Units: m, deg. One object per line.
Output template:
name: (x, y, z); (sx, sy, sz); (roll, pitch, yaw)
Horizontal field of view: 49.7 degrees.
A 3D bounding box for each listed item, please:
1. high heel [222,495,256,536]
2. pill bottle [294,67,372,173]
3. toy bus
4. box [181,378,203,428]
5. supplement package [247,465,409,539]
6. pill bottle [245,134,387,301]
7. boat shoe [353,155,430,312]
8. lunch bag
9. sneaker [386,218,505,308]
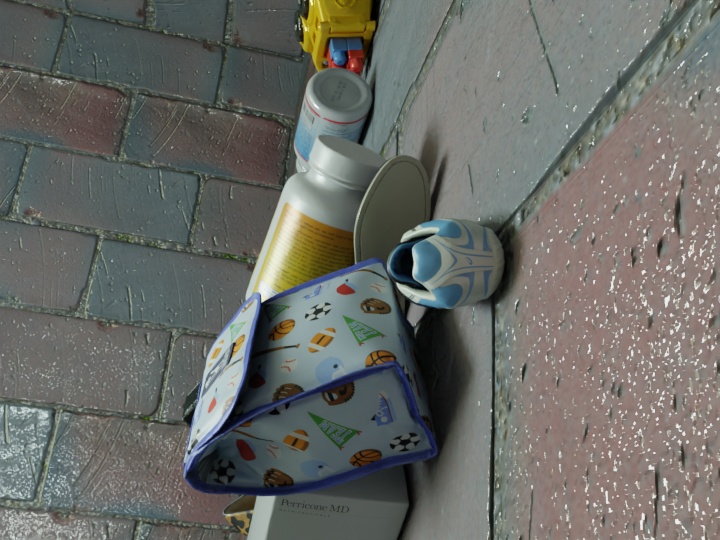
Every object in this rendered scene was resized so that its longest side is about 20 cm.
high heel: (-0.083, 0.240, 0.930); (0.071, 0.142, 0.201); (-107, 28, -69)
pill bottle: (-0.053, -0.235, 1.310); (0.200, 0.108, 0.109); (115, 162, -57)
toy bus: (-0.038, -0.418, 1.406); (0.200, 0.135, 0.193); (119, 142, -69)
box: (-0.112, 0.143, 0.991); (0.200, 0.124, 0.149); (-46, 9, -7)
supplement package: (-0.040, 0.243, 0.745); (0.120, 0.121, 0.200); (-97, 18, -59)
pill bottle: (-0.042, -0.037, 0.835); (0.111, 0.111, 0.200); (-103, 33, -66)
boat shoe: (0.023, -0.026, 0.791); (0.063, 0.072, 0.201); (-110, 26, -65)
lunch bag: (-0.052, 0.094, 0.665); (0.170, 0.199, 0.124); (-93, -18, -60)
sneaker: (0.051, -0.006, 0.612); (0.200, 0.072, 0.072); (160, 117, -80)
